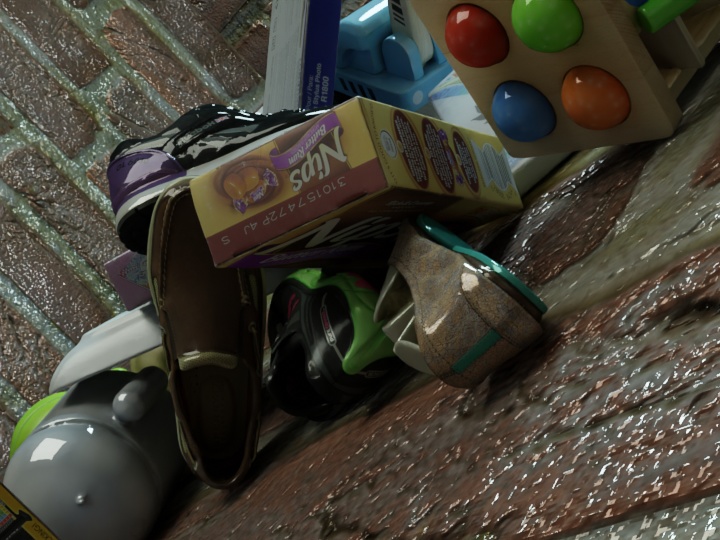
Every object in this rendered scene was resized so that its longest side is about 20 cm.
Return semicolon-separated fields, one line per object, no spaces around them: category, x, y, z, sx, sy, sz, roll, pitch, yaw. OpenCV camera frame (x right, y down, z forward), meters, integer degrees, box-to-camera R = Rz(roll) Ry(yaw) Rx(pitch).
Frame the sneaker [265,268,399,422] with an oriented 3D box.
sneaker;-0.032;0.049;0.721;0.084;0.077;0.200;-49;6;-14

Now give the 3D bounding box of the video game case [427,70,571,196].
video game case;0.145;-0.153;0.824;0.200;0.022;0.182;-42;30;14

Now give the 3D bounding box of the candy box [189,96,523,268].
candy box;0.006;-0.045;0.689;0.117;0.057;0.200;-23;-9;26

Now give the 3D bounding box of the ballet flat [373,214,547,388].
ballet flat;0.039;0.015;0.593;0.067;0.068;0.200;-51;7;4

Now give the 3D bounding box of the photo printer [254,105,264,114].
photo printer;-0.095;-0.126;1.187;0.200;0.069;0.166;-47;10;-19

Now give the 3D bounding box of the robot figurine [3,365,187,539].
robot figurine;-0.196;0.149;0.867;0.170;0.113;0.200;-63;3;18

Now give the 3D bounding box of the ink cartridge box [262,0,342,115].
ink cartridge box;-0.044;-0.193;0.956;0.200;0.041;0.200;173;102;-77

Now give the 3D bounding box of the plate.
plate;-0.136;0.026;0.921;0.199;0.032;0.200;-25;4;9

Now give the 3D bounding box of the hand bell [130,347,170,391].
hand bell;-0.126;0.092;0.988;0.104;0.104;0.200;-46;21;-11

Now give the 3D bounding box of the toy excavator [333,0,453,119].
toy excavator;0.033;-0.196;0.955;0.100;0.200;0.194;-38;42;-24

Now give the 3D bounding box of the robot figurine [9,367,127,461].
robot figurine;-0.265;0.171;1.070;0.176;0.116;0.200;-53;11;-15

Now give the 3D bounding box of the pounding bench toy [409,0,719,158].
pounding bench toy;0.154;-0.157;0.637;0.200;0.124;0.156;-2;42;53

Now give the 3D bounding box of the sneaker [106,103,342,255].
sneaker;-0.079;-0.089;0.785;0.200;0.088;0.076;-19;-33;-2

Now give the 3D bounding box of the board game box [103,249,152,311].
board game box;-0.090;-0.039;0.911;0.199;0.043;0.200;-29;4;0

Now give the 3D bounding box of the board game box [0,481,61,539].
board game box;-0.204;0.165;0.657;0.057;0.165;0.200;-45;8;-21

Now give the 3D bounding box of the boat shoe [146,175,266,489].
boat shoe;-0.092;0.043;0.731;0.075;0.202;0.075;-9;15;-6

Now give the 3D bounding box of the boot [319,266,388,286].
boot;0.000;0.000;0.870;0.132;0.070;0.200;-50;-1;-17
